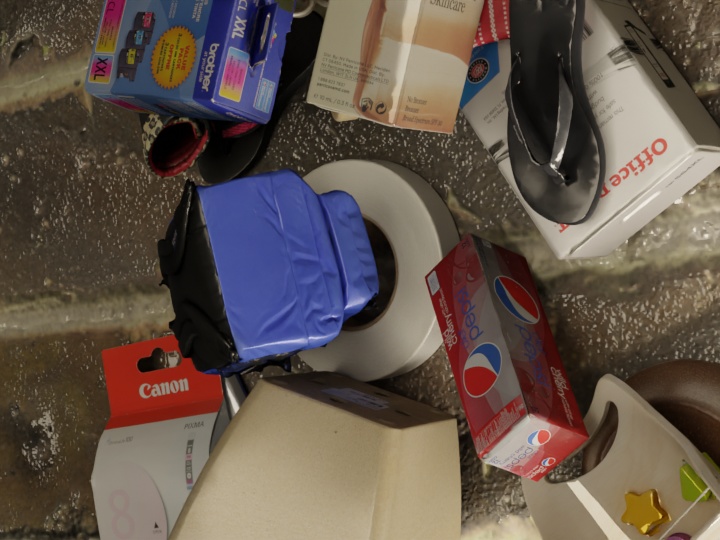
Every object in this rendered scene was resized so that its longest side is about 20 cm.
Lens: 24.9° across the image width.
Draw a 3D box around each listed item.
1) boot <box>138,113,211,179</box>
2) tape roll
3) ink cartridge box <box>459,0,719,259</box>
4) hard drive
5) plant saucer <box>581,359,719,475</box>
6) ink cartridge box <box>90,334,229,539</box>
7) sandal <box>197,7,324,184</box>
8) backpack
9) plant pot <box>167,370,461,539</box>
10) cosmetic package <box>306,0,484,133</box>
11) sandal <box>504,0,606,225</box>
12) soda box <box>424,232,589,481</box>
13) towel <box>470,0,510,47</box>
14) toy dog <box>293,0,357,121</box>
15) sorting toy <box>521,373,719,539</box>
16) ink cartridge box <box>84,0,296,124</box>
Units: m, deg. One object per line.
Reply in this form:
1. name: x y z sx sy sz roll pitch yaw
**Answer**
1. boot: -0.157 -0.200 1.519 0.204 0.073 0.154 -54 37 33
2. tape roll: 0.000 0.000 1.469 0.202 0.037 0.204 2 94 35
3. ink cartridge box: 0.176 -0.128 1.302 0.146 0.084 0.200 -41 69 28
4. hard drive: -0.139 0.192 1.588 0.132 0.025 0.200 -36 72 32
5. plant saucer: 0.256 0.172 1.291 0.200 0.037 0.201 1 93 36
6. ink cartridge box: -0.197 0.168 1.584 0.162 0.057 0.201 -13 90 36
7. sandal: -0.103 -0.165 1.530 0.075 0.045 0.200 50 119 23
8. backpack: -0.085 0.012 1.412 0.200 0.167 0.163 150 112 -67
9. plant pot: -0.021 0.190 1.390 0.199 0.200 0.178 18 97 25
10. cosmetic package: 0.038 -0.213 1.255 0.087 0.103 0.201 18 101 30
11. sandal: 0.138 -0.131 1.237 0.076 0.043 0.201 -3 99 33
12. soda box: 0.115 0.068 1.319 0.063 0.070 0.200 -45 39 30
13. towel: 0.079 -0.247 1.301 0.200 0.022 0.145 -9 84 33
14. toy dog: 0.010 -0.219 1.402 0.200 0.132 0.096 60 159 9
15. sorting toy: 0.205 0.182 1.254 0.200 0.107 0.180 -53 55 28
16. ink cartridge box: -0.134 -0.203 1.404 0.200 0.076 0.137 9 86 39
